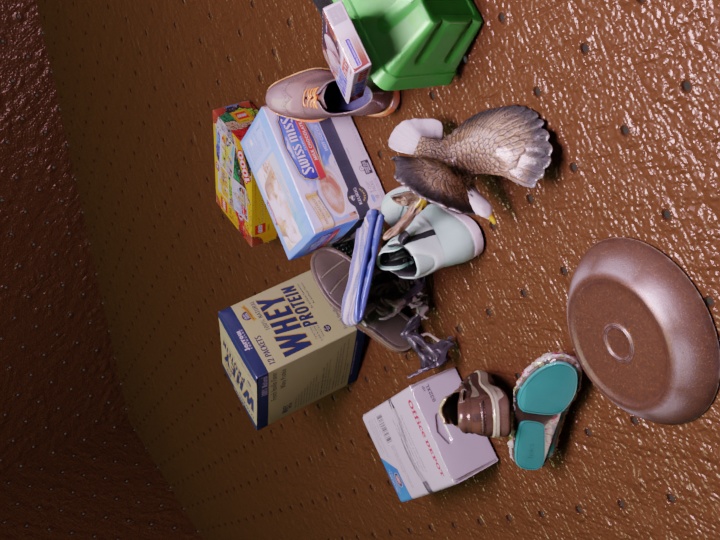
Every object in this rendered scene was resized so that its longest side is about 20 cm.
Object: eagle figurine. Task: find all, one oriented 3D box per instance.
[{"bbox_3d":[0.108,-0.110,1.023,0.200,0.149,0.154,136,148,-76],"label":"eagle figurine"}]

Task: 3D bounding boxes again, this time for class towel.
[{"bbox_3d":[0.000,0.000,1.224,0.200,0.023,0.149,139,142,-84],"label":"towel"}]

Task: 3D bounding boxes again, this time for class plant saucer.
[{"bbox_3d":[0.273,0.068,0.936,0.200,0.036,0.202,43,144,42],"label":"plant saucer"}]

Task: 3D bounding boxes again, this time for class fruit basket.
[{"bbox_3d":[0.024,-0.290,1.065,0.214,0.154,0.219,15,111,43],"label":"fruit basket"}]

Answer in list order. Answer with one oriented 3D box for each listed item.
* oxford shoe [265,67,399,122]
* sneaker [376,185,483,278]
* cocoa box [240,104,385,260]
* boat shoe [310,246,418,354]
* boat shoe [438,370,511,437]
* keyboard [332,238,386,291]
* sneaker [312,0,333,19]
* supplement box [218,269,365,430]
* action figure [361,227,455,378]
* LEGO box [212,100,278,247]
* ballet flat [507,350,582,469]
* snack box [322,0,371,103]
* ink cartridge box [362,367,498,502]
[{"bbox_3d":[-0.051,-0.233,1.212,0.198,0.073,0.072,1,99,29],"label":"oxford shoe"},{"bbox_3d":[0.053,-0.051,1.184,0.200,0.117,0.075,31,136,54],"label":"sneaker"},{"bbox_3d":[-0.070,-0.140,1.346,0.202,0.130,0.133,67,154,6],"label":"cocoa box"},{"bbox_3d":[-0.001,0.051,1.365,0.200,0.072,0.068,46,168,5],"label":"boat shoe"},{"bbox_3d":[0.134,0.167,1.160,0.202,0.074,0.076,121,145,-86],"label":"boat shoe"},{"bbox_3d":[-0.031,-0.024,1.457,0.201,0.039,0.105,55,150,30],"label":"keyboard"},{"bbox_3d":[-0.049,-0.404,1.202,0.202,0.060,0.104,64,149,6],"label":"sneaker"},{"bbox_3d":[-0.114,0.128,1.519,0.135,0.198,0.201,55,158,26],"label":"supplement box"},{"bbox_3d":[0.053,0.047,1.276,0.202,0.101,0.119,66,165,5],"label":"action figure"},{"bbox_3d":[-0.194,-0.170,1.627,0.149,0.076,0.202,48,146,37],"label":"LEGO box"},{"bbox_3d":[0.211,0.152,1.082,0.064,0.075,0.202,-73,-5,-48],"label":"ballet flat"},{"bbox_3d":[-0.017,-0.235,1.013,0.073,0.024,0.200,63,178,-2],"label":"snack box"},{"bbox_3d":[0.097,0.243,1.344,0.146,0.083,0.200,65,154,11],"label":"ink cartridge box"}]
